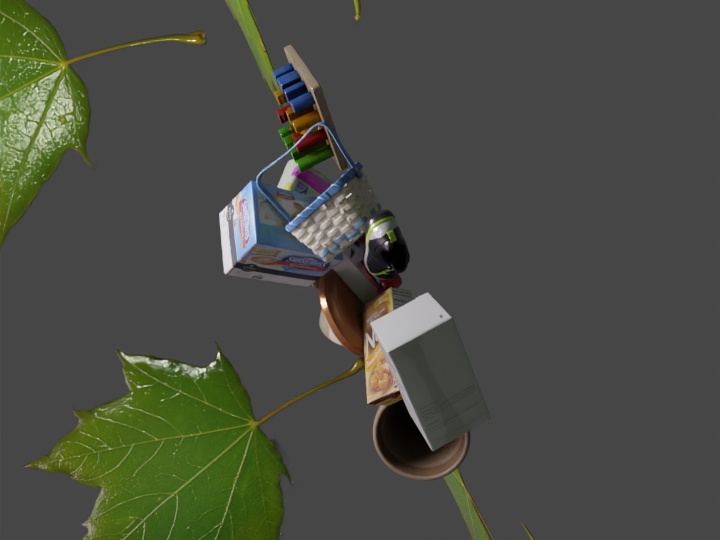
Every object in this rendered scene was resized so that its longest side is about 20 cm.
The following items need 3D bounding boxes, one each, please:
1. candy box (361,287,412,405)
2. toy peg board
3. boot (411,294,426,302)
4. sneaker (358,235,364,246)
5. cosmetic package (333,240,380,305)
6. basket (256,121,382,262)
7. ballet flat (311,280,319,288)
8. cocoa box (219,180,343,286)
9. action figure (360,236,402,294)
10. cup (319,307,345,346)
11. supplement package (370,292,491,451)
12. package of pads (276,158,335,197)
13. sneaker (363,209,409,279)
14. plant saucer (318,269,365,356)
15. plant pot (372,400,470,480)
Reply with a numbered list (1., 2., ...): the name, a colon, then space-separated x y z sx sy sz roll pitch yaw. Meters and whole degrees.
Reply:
1. candy box: 0.057 0.150 1.373 0.115 0.054 0.205 -35 52 50
2. toy peg board: -0.125 -0.316 1.441 0.201 0.096 0.201 59 173 45
3. boot: 0.096 0.118 1.277 0.073 0.089 0.201 60 174 34
4. sneaker: 0.005 -0.075 1.527 0.082 0.072 0.203 -92 -16 -57
5. cosmetic package: 0.000 0.000 1.473 0.200 0.050 0.083 49 -147 -24
6. basket: -0.070 -0.133 1.243 0.201 0.175 0.140 51 -154 -12
7. ballet flat: -0.066 -0.042 1.700 0.046 0.202 0.067 7 149 47
8. cocoa box: -0.151 -0.065 1.345 0.131 0.197 0.136 -34 56 44
9. action figure: 0.034 -0.023 1.405 0.099 0.064 0.202 52 168 38
10. cup: 0.001 0.071 1.699 0.201 0.196 0.146 -122 31 -52
11. supplement package: 0.114 0.163 1.147 0.117 0.115 0.203 -127 12 -68
12. package of pads: -0.121 -0.118 1.520 0.153 0.203 0.068 35 156 -32
13. sneaker: 0.047 -0.021 1.213 0.084 0.071 0.201 60 174 28
14. plant saucer: -0.011 0.080 1.471 0.199 0.032 0.203 38 -143 -35
15. plant pot: 0.134 0.308 1.480 0.204 0.197 0.175 64 -165 -9
